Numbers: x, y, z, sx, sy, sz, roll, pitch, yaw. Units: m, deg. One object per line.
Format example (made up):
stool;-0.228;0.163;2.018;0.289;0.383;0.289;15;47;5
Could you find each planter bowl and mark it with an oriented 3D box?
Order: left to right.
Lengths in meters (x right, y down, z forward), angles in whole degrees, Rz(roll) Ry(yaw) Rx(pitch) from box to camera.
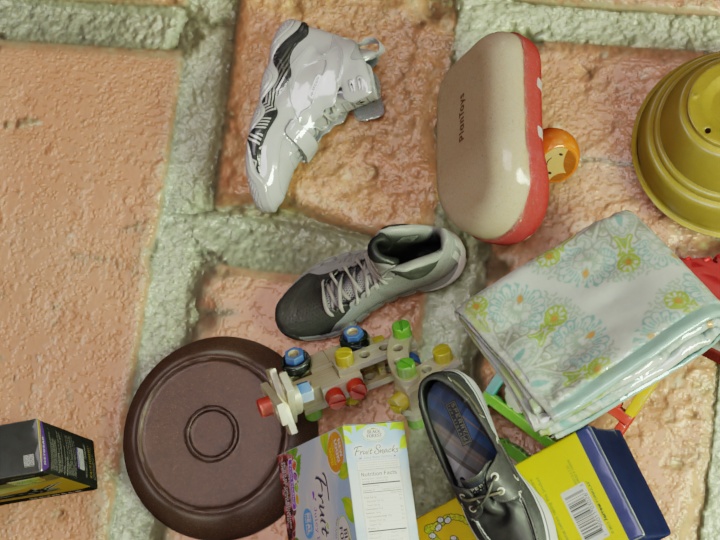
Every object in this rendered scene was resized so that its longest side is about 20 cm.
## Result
planter bowl;0.351;-0.138;1.577;0.199;0.084;0.202;-4;66;10

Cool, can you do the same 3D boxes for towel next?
towel;0.202;0.043;1.498;0.199;0.048;0.171;-30;47;-6

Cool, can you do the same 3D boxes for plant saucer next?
plant saucer;-0.140;0.161;1.645;0.199;0.034;0.202;-2;77;9

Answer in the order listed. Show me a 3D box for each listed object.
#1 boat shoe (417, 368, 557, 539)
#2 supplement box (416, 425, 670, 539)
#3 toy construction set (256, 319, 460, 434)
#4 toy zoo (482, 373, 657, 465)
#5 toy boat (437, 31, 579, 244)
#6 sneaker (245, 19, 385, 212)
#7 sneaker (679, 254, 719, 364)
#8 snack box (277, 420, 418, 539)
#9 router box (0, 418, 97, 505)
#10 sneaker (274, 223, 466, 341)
boat shoe;0.104;0.174;1.446;0.070;0.066;0.201;-27;73;18
supplement box;0.157;0.233;1.512;0.199;0.109;0.110;-31;73;16
toy construction set;-0.009;0.109;1.576;0.199;0.093;0.131;-8;34;-20
toy zoo;0.197;0.105;1.572;0.131;0.020;0.201;36;102;16
toy boat;0.151;-0.119;1.609;0.130;0.130;0.201;15;60;-24
sneaker;-0.043;-0.150;1.674;0.114;0.075;0.201;8;76;15
sneaker;0.315;0.011;1.587;0.199;0.079;0.116;32;60;24
snack box;-0.008;0.249;1.525;0.067;0.169;0.202;-3;77;-25
router box;-0.371;0.193;1.616;0.198;0.157;0.053;-11;75;9
sneaker;0.000;0.000;1.611;0.199;0.116;0.075;-24;74;4
